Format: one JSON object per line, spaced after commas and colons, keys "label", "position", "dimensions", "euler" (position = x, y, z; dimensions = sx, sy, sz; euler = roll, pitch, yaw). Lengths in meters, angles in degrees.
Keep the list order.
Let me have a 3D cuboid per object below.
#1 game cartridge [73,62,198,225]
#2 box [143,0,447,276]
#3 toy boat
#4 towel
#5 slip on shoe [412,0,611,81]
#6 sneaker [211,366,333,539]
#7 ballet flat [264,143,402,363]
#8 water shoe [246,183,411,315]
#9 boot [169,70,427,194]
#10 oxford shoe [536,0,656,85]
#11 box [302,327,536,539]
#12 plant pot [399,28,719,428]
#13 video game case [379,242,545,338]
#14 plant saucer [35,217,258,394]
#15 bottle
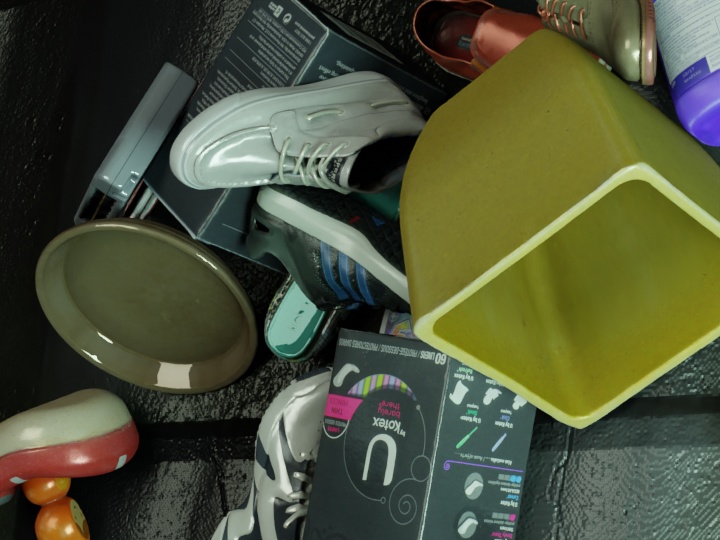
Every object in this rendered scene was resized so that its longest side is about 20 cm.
{"label": "game cartridge", "position": [-0.190, -0.105, 1.697], "dimensions": [0.134, 0.041, 0.200], "euler": [-64, 8, -16]}
{"label": "box", "position": [-0.053, -0.109, 1.627], "dimensions": [0.201, 0.148, 0.107], "euler": [-57, 44, 10]}
{"label": "toy boat", "position": [-0.277, 0.190, 1.765], "dimensions": [0.199, 0.130, 0.131], "euler": [-27, 86, 35]}
{"label": "towel", "position": [-0.169, -0.093, 1.748], "dimensions": [0.144, 0.023, 0.200], "euler": [-58, 9, 11]}
{"label": "slip on shoe", "position": [0.115, -0.173, 1.551], "dimensions": [0.200, 0.061, 0.074], "euler": [24, 89, 45]}
{"label": "sneaker", "position": [-0.035, 0.186, 1.538], "dimensions": [0.130, 0.079, 0.200], "euler": [39, 102, 44]}
{"label": "ballet flat", "position": [-0.012, -0.017, 1.607], "dimensions": [0.200, 0.074, 0.074], "euler": [-55, 45, 12]}
{"label": "water shoe", "position": [0.000, 0.000, 1.541], "dimensions": [0.200, 0.071, 0.079], "euler": [34, 121, 21]}
{"label": "boot", "position": [-0.038, -0.093, 1.506], "dimensions": [0.096, 0.199, 0.074], "euler": [45, 148, 45]}
{"label": "oxford shoe", "position": [0.168, -0.180, 1.444], "dimensions": [0.200, 0.074, 0.071], "euler": [-108, 14, -67]}
{"label": "box", "position": [0.042, 0.152, 1.441], "dimensions": [0.122, 0.106, 0.201], "euler": [6, 85, 46]}
{"label": "plant pot", "position": [0.144, -0.048, 1.381], "dimensions": [0.194, 0.195, 0.201], "euler": [-37, 44, 24]}
{"label": "video game case", "position": [0.081, 0.007, 1.541], "dimensions": [0.143, 0.018, 0.201], "euler": [5, 77, 45]}
{"label": "plant saucer", "position": [-0.177, 0.027, 1.675], "dimensions": [0.199, 0.200, 0.030], "euler": [-21, 32, 37]}
{"label": "bottle", "position": [0.247, -0.189, 1.423], "dimensions": [0.083, 0.065, 0.201], "euler": [-29, 55, 27]}
